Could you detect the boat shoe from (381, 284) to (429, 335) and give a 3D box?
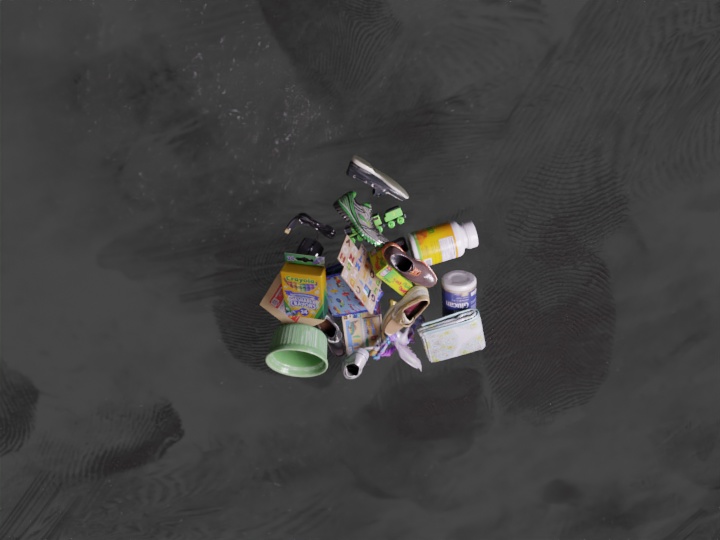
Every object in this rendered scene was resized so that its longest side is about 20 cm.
[{"bbox_3d":[0.134,0.132,1.609,0.073,0.067,0.201,22,119,-29],"label":"boat shoe"}]

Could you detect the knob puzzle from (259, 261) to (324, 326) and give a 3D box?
[{"bbox_3d":[-0.190,0.094,1.662,0.216,0.030,0.224,4,108,11],"label":"knob puzzle"}]

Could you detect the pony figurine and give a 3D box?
[{"bbox_3d":[0.128,0.220,1.740,0.191,0.167,0.202,25,95,-14],"label":"pony figurine"}]

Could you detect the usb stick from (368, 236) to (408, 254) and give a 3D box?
[{"bbox_3d":[0.055,-0.042,1.646,0.198,0.033,0.056,-26,125,6],"label":"usb stick"}]

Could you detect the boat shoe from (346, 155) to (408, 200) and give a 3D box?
[{"bbox_3d":[0.045,-0.246,1.515,0.198,0.075,0.066,30,112,-20],"label":"boat shoe"}]

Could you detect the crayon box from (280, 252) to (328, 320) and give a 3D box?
[{"bbox_3d":[-0.165,0.049,1.566,0.123,0.052,0.202,6,128,10],"label":"crayon box"}]

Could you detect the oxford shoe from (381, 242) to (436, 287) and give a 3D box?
[{"bbox_3d":[0.145,-0.001,1.528,0.198,0.073,0.072,31,105,-22],"label":"oxford shoe"}]

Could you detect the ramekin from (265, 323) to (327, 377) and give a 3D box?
[{"bbox_3d":[-0.197,0.251,1.688,0.196,0.099,0.201,3,145,2],"label":"ramekin"}]

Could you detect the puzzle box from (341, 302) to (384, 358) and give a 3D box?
[{"bbox_3d":[0.009,0.195,1.767,0.131,0.026,0.203,-9,118,-4],"label":"puzzle box"}]

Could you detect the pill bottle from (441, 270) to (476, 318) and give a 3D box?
[{"bbox_3d":[0.317,0.112,1.717,0.109,0.112,0.203,-8,118,-3],"label":"pill bottle"}]

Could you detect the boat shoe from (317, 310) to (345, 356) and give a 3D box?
[{"bbox_3d":[-0.098,0.211,1.738,0.071,0.068,0.202,-19,120,1],"label":"boat shoe"}]

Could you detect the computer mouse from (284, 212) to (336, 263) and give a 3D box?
[{"bbox_3d":[-0.175,-0.066,1.569,0.139,0.046,0.201,32,108,-1],"label":"computer mouse"}]

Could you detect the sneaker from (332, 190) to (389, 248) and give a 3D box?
[{"bbox_3d":[0.014,-0.145,1.533,0.085,0.078,0.200,-43,91,7],"label":"sneaker"}]

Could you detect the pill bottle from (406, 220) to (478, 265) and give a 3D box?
[{"bbox_3d":[0.247,-0.085,1.605,0.197,0.112,0.112,-16,119,1],"label":"pill bottle"}]

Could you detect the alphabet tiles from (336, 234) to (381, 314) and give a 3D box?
[{"bbox_3d":[0.000,0.000,1.552,0.007,0.169,0.201,-16,126,31],"label":"alphabet tiles"}]

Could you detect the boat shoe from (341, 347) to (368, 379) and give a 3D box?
[{"bbox_3d":[-0.031,0.321,1.758,0.073,0.067,0.201,29,144,6],"label":"boat shoe"}]

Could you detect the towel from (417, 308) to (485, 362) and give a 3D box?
[{"bbox_3d":[0.289,0.208,1.684,0.197,0.049,0.172,-16,135,7],"label":"towel"}]

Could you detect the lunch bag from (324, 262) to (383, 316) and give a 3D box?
[{"bbox_3d":[-0.055,0.062,1.635,0.198,0.094,0.152,-18,115,30],"label":"lunch bag"}]

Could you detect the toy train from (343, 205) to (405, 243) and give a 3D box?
[{"bbox_3d":[0.039,-0.137,1.591,0.197,0.042,0.057,-22,109,4],"label":"toy train"}]

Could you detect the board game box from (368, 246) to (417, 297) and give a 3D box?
[{"bbox_3d":[0.111,0.015,1.618,0.047,0.102,0.199,-38,129,18],"label":"board game box"}]
